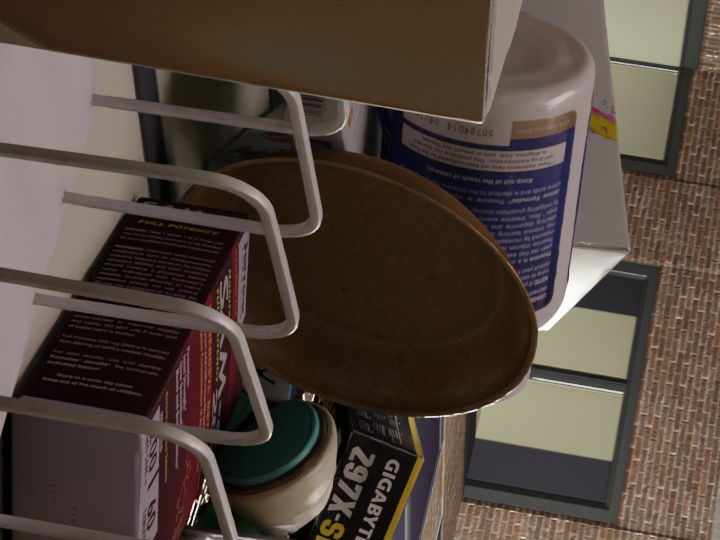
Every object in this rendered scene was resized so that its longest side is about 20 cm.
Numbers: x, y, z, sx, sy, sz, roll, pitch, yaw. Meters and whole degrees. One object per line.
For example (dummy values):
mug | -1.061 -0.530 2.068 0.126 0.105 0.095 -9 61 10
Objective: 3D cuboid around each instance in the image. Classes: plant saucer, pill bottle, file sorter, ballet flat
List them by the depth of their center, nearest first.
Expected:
file sorter | -0.086 -0.008 0.854 0.139 0.124 0.201 82 19 -64
ballet flat | -0.047 0.096 1.163 0.200 0.069 0.070 -153 -110 -68
plant saucer | 0.000 0.000 1.193 0.201 0.199 0.036 89 19 -51
pill bottle | 0.063 -0.031 1.264 0.111 0.110 0.201 -68 165 -58

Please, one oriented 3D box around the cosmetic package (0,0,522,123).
cosmetic package | -0.044 -0.119 0.746 0.106 0.198 0.071 -73 169 -48

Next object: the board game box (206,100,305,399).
board game box | -0.046 -0.010 1.368 0.200 0.064 0.149 -53 150 -72

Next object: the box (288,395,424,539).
box | -0.018 0.143 1.353 0.200 0.049 0.161 -103 -144 -77

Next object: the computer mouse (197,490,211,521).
computer mouse | -0.090 0.231 1.361 0.200 0.052 0.139 -68 166 -59

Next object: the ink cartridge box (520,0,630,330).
ink cartridge box | 0.075 -0.078 1.489 0.145 0.144 0.201 128 -37 -61

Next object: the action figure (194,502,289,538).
action figure | -0.072 0.151 1.266 0.200 0.054 0.118 -59 179 -44

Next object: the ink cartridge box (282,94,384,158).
ink cartridge box | -0.005 -0.087 1.232 0.200 0.037 0.095 67 32 -71

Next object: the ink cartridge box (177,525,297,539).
ink cartridge box | -0.076 0.226 1.128 0.145 0.082 0.202 15 83 -48

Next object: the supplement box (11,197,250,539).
supplement box | -0.101 0.061 1.056 0.200 0.060 0.110 -70 167 -59
